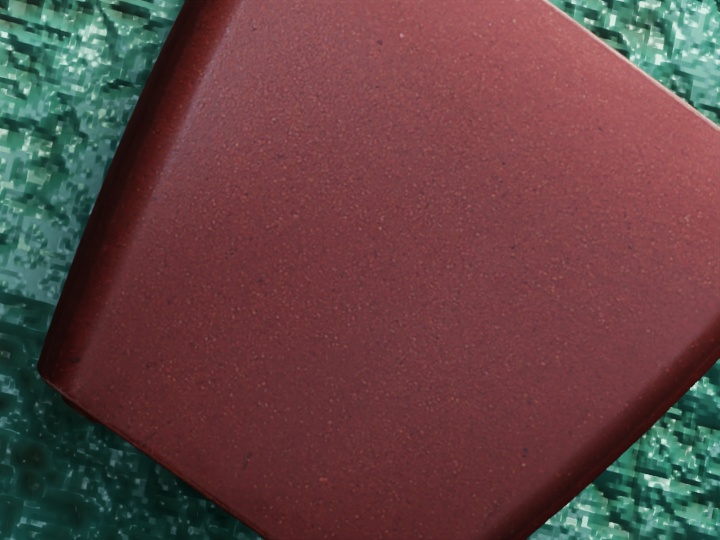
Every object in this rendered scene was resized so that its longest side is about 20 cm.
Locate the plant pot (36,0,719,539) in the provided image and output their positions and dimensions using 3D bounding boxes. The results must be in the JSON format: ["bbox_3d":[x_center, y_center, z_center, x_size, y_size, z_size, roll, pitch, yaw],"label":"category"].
[{"bbox_3d":[0.000,0.000,0.943,0.200,0.200,0.177,36,85,-5],"label":"plant pot"}]
